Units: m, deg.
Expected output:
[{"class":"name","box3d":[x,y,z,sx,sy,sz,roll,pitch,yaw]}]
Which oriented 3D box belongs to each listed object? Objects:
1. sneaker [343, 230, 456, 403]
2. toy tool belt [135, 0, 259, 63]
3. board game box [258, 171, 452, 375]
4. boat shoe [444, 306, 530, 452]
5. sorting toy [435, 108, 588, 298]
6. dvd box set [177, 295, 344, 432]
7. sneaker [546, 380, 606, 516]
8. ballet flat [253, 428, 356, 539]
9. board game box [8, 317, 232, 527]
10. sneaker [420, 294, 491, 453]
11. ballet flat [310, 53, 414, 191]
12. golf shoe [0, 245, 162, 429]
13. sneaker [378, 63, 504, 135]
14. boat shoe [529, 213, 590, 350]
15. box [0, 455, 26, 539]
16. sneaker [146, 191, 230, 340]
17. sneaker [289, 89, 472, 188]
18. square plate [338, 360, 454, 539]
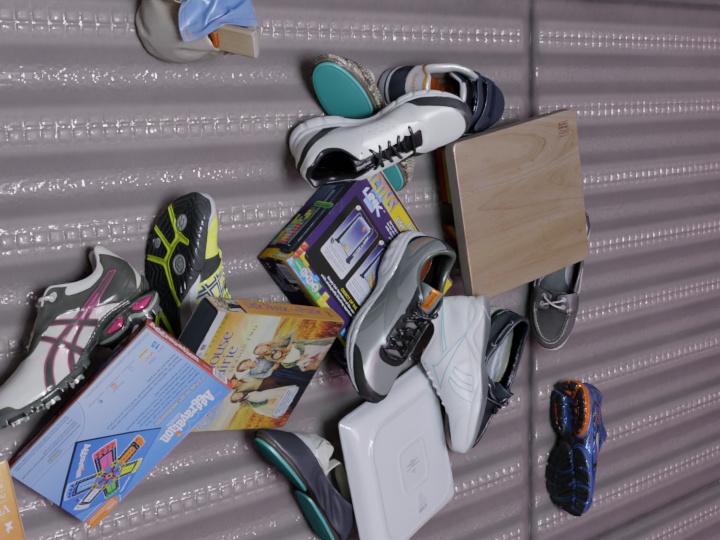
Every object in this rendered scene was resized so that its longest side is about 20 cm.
[{"class":"sneaker","box3d":[0.045,0.050,1.115,0.074,0.079,0.201,29,78,-41]},{"class":"toy tool belt","box3d":[-0.156,-0.292,0.941,0.125,0.123,0.201,-32,115,-33]},{"class":"board game box","box3d":[0.000,0.000,1.158,0.165,0.057,0.200,-50,124,-25]},{"class":"boat shoe","box3d":[0.171,0.143,1.308,0.074,0.066,0.200,40,68,-38]},{"class":"sorting toy","box3d":[0.186,-0.087,1.281,0.199,0.069,0.200,-20,110,-30]},{"class":"dvd box set","box3d":[-0.115,0.098,1.025,0.200,0.029,0.147,10,115,-55]},{"class":"sneaker","box3d":[0.320,0.255,1.452,0.078,0.075,0.201,-3,100,-43]},{"class":"ballet flat","box3d":[-0.054,0.228,1.137,0.073,0.073,0.200,-46,129,-25]},{"class":"board game box","box3d":[-0.222,0.144,0.934,0.103,0.019,0.200,41,103,-21]},{"class":"sneaker","box3d":[0.116,0.125,1.241,0.070,0.080,0.201,-38,130,-73]},{"class":"ballet flat","box3d":[0.006,-0.178,1.141,0.200,0.068,0.075,56,40,-36]},{"class":"golf shoe","box3d":[-0.280,0.065,0.934,0.088,0.077,0.200,50,61,-10]},{"class":"sneaker","box3d":[0.119,-0.203,1.215,0.199,0.079,0.079,-2,97,-41]},{"class":"boat shoe","box3d":[0.267,0.005,1.367,0.057,0.067,0.201,46,57,-65]},{"class":"box","box3d":[-0.357,0.262,0.867,0.124,0.097,0.201,-19,108,-37]},{"class":"sneaker","box3d":[-0.166,0.019,1.018,0.076,0.075,0.201,-7,111,-46]},{"class":"sneaker","box3d":[0.024,-0.132,1.078,0.199,0.080,0.074,-15,128,5]},{"class":"square plate","box3d":[0.055,0.233,1.221,0.200,0.028,0.199,-28,112,-50]}]
